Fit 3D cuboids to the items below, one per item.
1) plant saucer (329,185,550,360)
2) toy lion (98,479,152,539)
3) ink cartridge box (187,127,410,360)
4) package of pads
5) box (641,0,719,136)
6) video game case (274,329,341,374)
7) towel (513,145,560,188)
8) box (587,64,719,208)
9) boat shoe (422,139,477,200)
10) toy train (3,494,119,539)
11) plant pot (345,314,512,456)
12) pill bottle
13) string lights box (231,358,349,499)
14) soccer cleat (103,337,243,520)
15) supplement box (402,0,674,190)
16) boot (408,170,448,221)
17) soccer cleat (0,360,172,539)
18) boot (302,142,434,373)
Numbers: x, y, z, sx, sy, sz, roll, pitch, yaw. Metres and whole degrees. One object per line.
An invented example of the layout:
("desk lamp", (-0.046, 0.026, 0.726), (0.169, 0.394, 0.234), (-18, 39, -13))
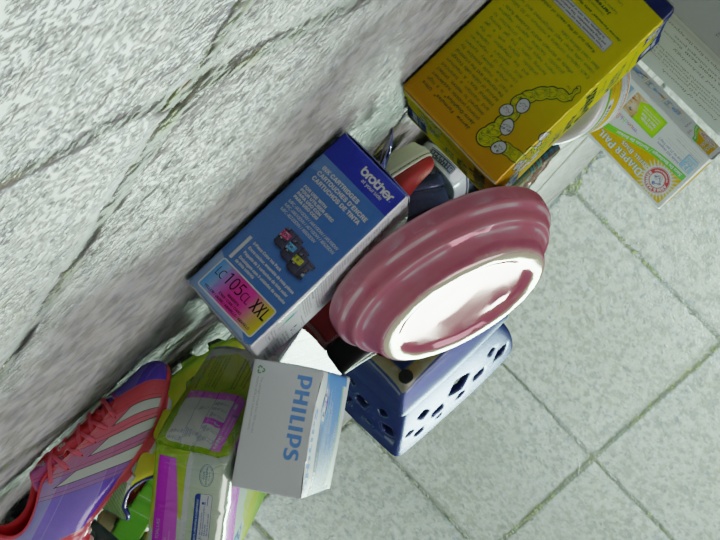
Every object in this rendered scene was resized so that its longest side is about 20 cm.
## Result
("plant saucer", (0.073, 0.011, 1.330), (0.200, 0.051, 0.201), (-25, 156, -12))
("toy lion", (-0.195, 0.190, 1.604), (0.192, 0.068, 0.200), (-60, -172, 11))
("ink cartridge box", (-0.034, -0.025, 1.285), (0.200, 0.076, 0.136), (-42, 173, -6))
("package of pads", (-0.123, 0.166, 1.370), (0.200, 0.068, 0.155), (-65, 164, -67))
("box", (0.348, -0.274, 1.530), (0.199, 0.200, 0.131), (-43, 173, -10))
("video game case", (-0.061, 0.102, 1.562), (0.143, 0.019, 0.200), (-14, 147, -51))
("towel", (0.116, -0.043, 1.658), (0.200, 0.022, 0.147), (-41, 174, -21))
("box", (0.418, -0.204, 2.409), (0.113, 0.200, 0.101), (-47, 173, 24))
("boat shoe", (0.103, -0.110, 1.627), (0.091, 0.071, 0.200), (-46, 175, -7))
("toy train", (-0.238, 0.276, 1.445), (0.085, 0.200, 0.114), (-35, 154, -43))
("plant pot", (0.046, 0.063, 1.848), (0.200, 0.200, 0.180), (-42, 167, -13))
("pill bottle", (0.200, -0.184, 1.577), (0.111, 0.111, 0.200), (-46, 174, 19))
("string lights box", (-0.054, 0.130, 1.355), (0.200, 0.059, 0.103), (46, 55, -82))
("soccer cleat", (-0.166, 0.142, 1.481), (0.200, 0.084, 0.065), (-43, 171, -12))
("supplement box", (0.142, -0.168, 1.327), (0.200, 0.110, 0.109), (-44, 173, -1))
("boot", (-0.005, -0.026, 1.537), (0.199, 0.091, 0.073), (-17, -178, 2))
("soccer cleat", (-0.224, 0.155, 1.334), (0.200, 0.076, 0.067), (-59, -161, 0))
("boot", (0.023, -0.007, 1.453), (0.200, 0.144, 0.072), (-44, 172, -13))
